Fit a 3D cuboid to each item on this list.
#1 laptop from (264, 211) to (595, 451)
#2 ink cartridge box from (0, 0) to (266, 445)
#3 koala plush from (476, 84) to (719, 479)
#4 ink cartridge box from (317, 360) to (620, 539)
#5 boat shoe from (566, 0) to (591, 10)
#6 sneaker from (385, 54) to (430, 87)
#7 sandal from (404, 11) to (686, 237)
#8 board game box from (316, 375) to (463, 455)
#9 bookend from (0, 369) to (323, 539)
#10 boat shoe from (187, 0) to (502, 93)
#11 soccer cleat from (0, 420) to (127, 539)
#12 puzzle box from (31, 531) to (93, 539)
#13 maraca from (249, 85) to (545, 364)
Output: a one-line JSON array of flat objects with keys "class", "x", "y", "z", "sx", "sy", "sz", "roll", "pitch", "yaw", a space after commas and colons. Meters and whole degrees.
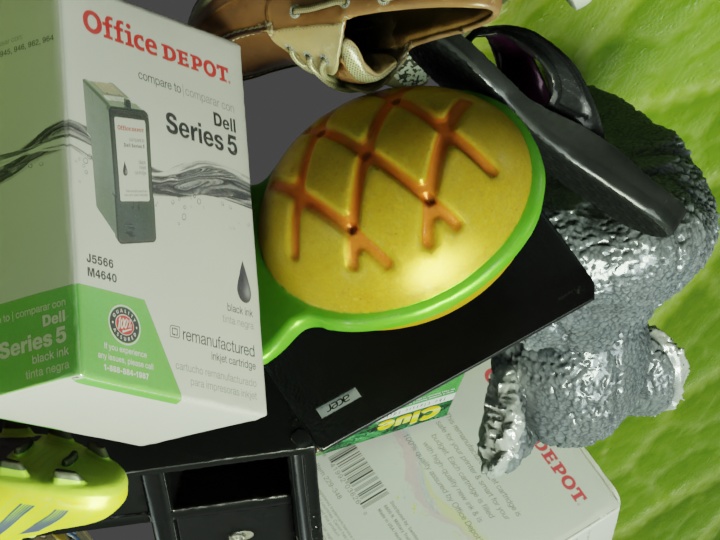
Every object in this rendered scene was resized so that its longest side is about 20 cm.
[{"class": "laptop", "x": 0.000, "y": 0.000, "z": 1.523, "sx": 0.177, "sy": 0.200, "sz": 0.103, "roll": -28, "pitch": 103, "yaw": -16}, {"class": "ink cartridge box", "x": -0.126, "y": -0.026, "z": 1.361, "sx": 0.084, "sy": 0.200, "sz": 0.145, "roll": -15, "pitch": 162, "yaw": 33}, {"class": "koala plush", "x": 0.124, "y": 0.022, "z": 1.648, "sx": 0.177, "sy": 0.184, "sz": 0.200, "roll": -19, "pitch": 124, "yaw": -31}, {"class": "ink cartridge box", "x": 0.049, "y": 0.163, "z": 1.836, "sx": 0.200, "sy": 0.148, "sz": 0.086, "roll": -28, "pitch": 157, "yaw": -16}, {"class": "boat shoe", "x": 0.111, "y": -0.215, "z": 1.490, "sx": 0.071, "sy": 0.070, "sz": 0.201, "roll": -32, "pitch": 146, "yaw": -3}, {"class": "sneaker", "x": 0.037, "y": -0.156, "z": 1.474, "sx": 0.077, "sy": 0.089, "sz": 0.200, "roll": -25, "pitch": 146, "yaw": -21}, {"class": "sandal", "x": 0.099, "y": -0.088, "z": 1.486, "sx": 0.200, "sy": 0.075, "sz": 0.048, "roll": 36, "pitch": 80, "yaw": -28}, {"class": "board game box", "x": -0.027, "y": 0.088, "z": 1.749, "sx": 0.200, "sy": 0.023, "sz": 0.105, "roll": -16, "pitch": 152, "yaw": -21}, {"class": "bookend", "x": -0.124, "y": 0.120, "z": 1.612, "sx": 0.200, "sy": 0.092, "sz": 0.199, "roll": -7, "pitch": 149, "yaw": -3}, {"class": "boat shoe", "x": -0.008, "y": -0.129, "z": 1.410, "sx": 0.200, "sy": 0.074, "sz": 0.076, "roll": -22, "pitch": 156, "yaw": 39}, {"class": "soccer cleat", "x": -0.216, "y": 0.128, "z": 1.478, "sx": 0.065, "sy": 0.200, "sz": 0.084, "roll": -55, "pitch": 141, "yaw": -69}, {"class": "puzzle box", "x": -0.200, "y": 0.171, "z": 1.617, "sx": 0.025, "sy": 0.133, "sz": 0.200, "roll": -49, "pitch": 148, "yaw": 9}, {"class": "maraca", "x": -0.002, "y": -0.024, "z": 1.421, "sx": 0.200, "sy": 0.137, "sz": 0.107, "roll": -23, "pitch": 141, "yaw": 6}]
